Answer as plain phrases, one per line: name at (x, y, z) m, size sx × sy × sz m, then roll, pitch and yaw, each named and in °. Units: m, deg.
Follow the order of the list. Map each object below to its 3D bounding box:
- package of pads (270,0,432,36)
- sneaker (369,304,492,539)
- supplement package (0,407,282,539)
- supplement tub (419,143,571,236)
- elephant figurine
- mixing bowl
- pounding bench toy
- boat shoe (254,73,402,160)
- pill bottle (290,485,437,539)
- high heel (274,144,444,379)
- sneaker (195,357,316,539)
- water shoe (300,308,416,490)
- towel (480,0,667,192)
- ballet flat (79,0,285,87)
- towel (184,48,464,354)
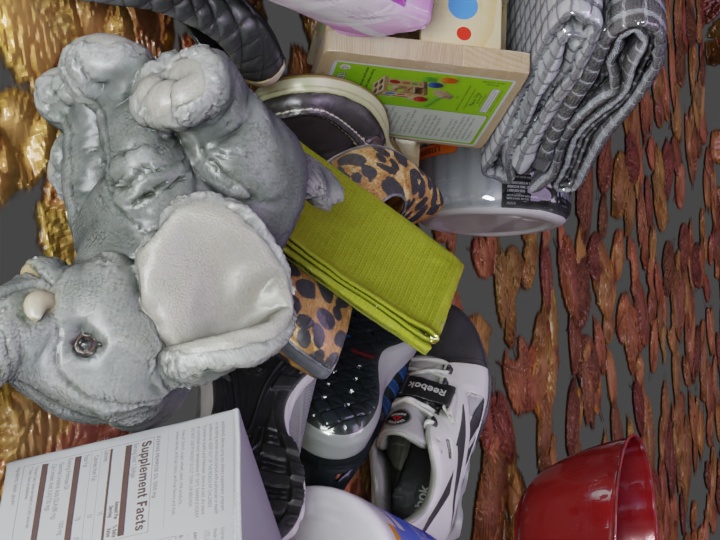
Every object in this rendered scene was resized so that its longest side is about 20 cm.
package of pads at (-0.020, -0.196, 0.879) m, size 0.200 × 0.075 × 0.121 m, roll 5°, pitch 88°, yaw -67°
sneaker at (0.046, 0.106, 1.190) m, size 0.089 × 0.074 × 0.201 m, roll 54°, pitch 38°, yaw -59°
supplement package at (-0.077, 0.192, 0.729) m, size 0.156 × 0.110 × 0.201 m, roll -98°, pitch 174°, yaw -59°
supplement tub at (0.102, -0.133, 1.308) m, size 0.122 × 0.122 × 0.201 m, roll 24°, pitch 65°, yaw -68°
elephant figurine at (-0.099, 0.012, 0.735) m, size 0.142 × 0.154 × 0.201 m, roll 79°, pitch 16°, yaw -65°
mixing bowl at (0.206, 0.252, 1.561) m, size 0.200 × 0.108 × 0.201 m, roll -2°, pitch 90°, yaw -71°
pounding bench toy at (0.027, -0.167, 1.096) m, size 0.200 × 0.123 × 0.157 m, roll 119°, pitch -24°, yaw -71°
boat shoe at (-0.011, -0.063, 1.058) m, size 0.200 × 0.073 × 0.065 m, roll 40°, pitch 46°, yaw -64°
pill bottle at (0.003, 0.200, 1.006) m, size 0.200 × 0.111 × 0.113 m, roll 40°, pitch 51°, yaw -63°
high heel at (0.000, 0.000, 0.958) m, size 0.199 × 0.071 × 0.143 m, roll -1°, pitch 54°, yaw -46°
sneaker at (-0.063, 0.083, 0.926) m, size 0.080 × 0.074 × 0.201 m, roll 110°, pitch -8°, yaw -47°
water shoe at (-0.012, 0.074, 1.079) m, size 0.200 × 0.071 × 0.079 m, roll -56°, pitch 167°, yaw -61°
towel at (0.136, -0.162, 1.073) m, size 0.200 × 0.085 × 0.166 m, roll 110°, pitch -16°, yaw -60°
ballet flat at (-0.099, -0.136, 0.870) m, size 0.057 × 0.066 × 0.200 m, roll -59°, pitch 151°, yaw 0°
towel at (-0.030, -0.039, 0.899) m, size 0.200 × 0.018 × 0.086 m, roll 36°, pitch 39°, yaw -9°
